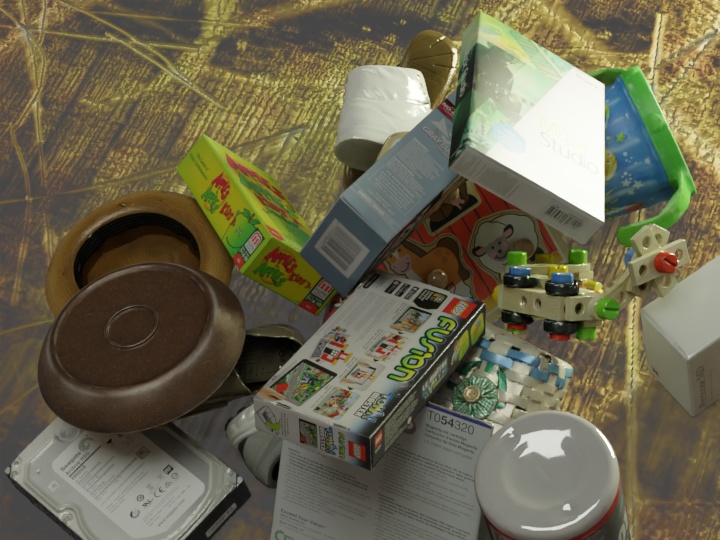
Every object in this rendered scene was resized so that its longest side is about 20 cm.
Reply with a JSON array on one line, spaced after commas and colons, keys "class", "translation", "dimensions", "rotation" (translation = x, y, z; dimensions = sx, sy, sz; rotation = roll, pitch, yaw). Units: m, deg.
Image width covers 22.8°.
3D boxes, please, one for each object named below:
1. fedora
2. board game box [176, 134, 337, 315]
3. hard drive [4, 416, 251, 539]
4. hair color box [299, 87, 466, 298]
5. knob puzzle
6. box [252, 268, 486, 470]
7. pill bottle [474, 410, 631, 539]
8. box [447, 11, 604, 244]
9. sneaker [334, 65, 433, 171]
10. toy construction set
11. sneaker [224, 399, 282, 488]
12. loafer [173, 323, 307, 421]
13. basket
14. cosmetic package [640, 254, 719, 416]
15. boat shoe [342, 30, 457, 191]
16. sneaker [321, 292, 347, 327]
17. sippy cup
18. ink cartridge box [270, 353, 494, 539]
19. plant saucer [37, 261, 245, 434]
[{"class": "fedora", "translation": [-0.209, 0.014, 1.757], "dimensions": [0.199, 0.082, 0.202], "rotation": [-9, 52, 11]}, {"class": "board game box", "translation": [-0.098, -0.046, 1.726], "dimensions": [0.048, 0.101, 0.200], "rotation": [-50, 39, 12]}, {"class": "hard drive", "translation": [-0.217, 0.196, 1.656], "dimensions": [0.200, 0.038, 0.140], "rotation": [34, 68, 32]}, {"class": "hair color box", "translation": [0.040, -0.073, 1.572], "dimensions": [0.061, 0.099, 0.200], "rotation": [43, 52, 3]}, {"class": "knob puzzle", "translation": [0.084, -0.043, 1.677], "dimensions": [0.218, 0.030, 0.222], "rotation": [0, 88, -12]}, {"class": "box", "translation": [0.011, 0.076, 1.462], "dimensions": [0.109, 0.035, 0.200], "rotation": [18, 40, 25]}, {"class": "pill bottle", "translation": [0.161, 0.211, 1.445], "dimensions": [0.113, 0.201, 0.115], "rotation": [-7, 53, 9]}, {"class": "box", "translation": [0.150, -0.129, 1.576], "dimensions": [0.144, 0.036, 0.201], "rotation": [28, 39, -17]}, {"class": "sneaker", "translation": [0.073, -0.139, 1.751], "dimensions": [0.199, 0.074, 0.116], "rotation": [18, 54, -20]}, {"class": "toy construction set", "translation": [0.195, 0.018, 1.575], "dimensions": [0.130, 0.200, 0.093], "rotation": [-2, 82, -31]}, {"class": "sneaker", "translation": [-0.028, 0.122, 1.624], "dimensions": [0.200, 0.074, 0.080], "rotation": [-39, 64, 15]}, {"class": "loafer", "translation": [-0.136, 0.090, 1.654], "dimensions": [0.199, 0.067, 0.077], "rotation": [-19, 88, -20]}, {"class": "basket", "translation": [0.082, 0.143, 1.565], "dimensions": [0.175, 0.139, 0.201], "rotation": [22, 96, 28]}, {"class": "cosmetic package", "translation": [0.350, 0.029, 1.591], "dimensions": [0.199, 0.102, 0.071], "rotation": [-34, 55, -10]}, {"class": "boat shoe", "translation": [0.040, -0.149, 1.822], "dimensions": [0.073, 0.065, 0.201], "rotation": [31, 71, -1]}, {"class": "sneaker", "translation": [0.000, 0.000, 1.710], "dimensions": [0.073, 0.087, 0.201], "rotation": [4, 56, 18]}, {"class": "sippy cup", "translation": [0.235, -0.107, 1.708], "dimensions": [0.130, 0.140, 0.178], "rotation": [-26, 16, 8]}, {"class": "ink cartridge box", "translation": [0.022, 0.184, 1.516], "dimensions": [0.195, 0.201, 0.043], "rotation": [19, 23, 25]}, {"class": "plant saucer", "translation": [-0.204, 0.060, 1.630], "dimensions": [0.199, 0.035, 0.201], "rotation": [-8, 46, 8]}]
